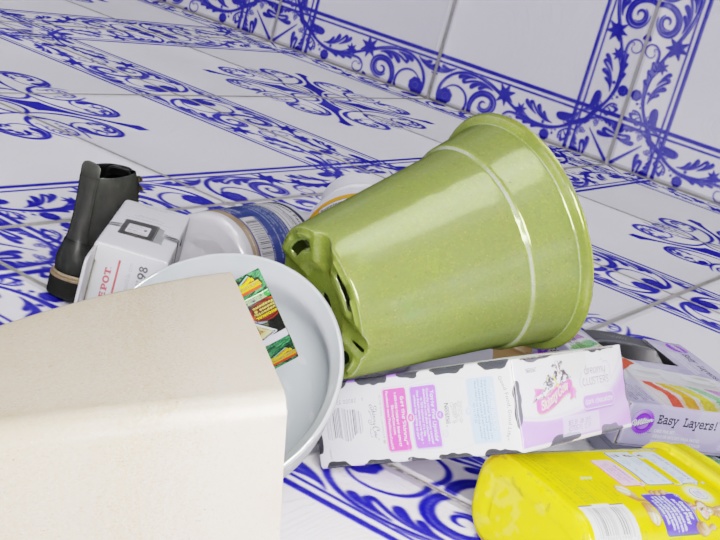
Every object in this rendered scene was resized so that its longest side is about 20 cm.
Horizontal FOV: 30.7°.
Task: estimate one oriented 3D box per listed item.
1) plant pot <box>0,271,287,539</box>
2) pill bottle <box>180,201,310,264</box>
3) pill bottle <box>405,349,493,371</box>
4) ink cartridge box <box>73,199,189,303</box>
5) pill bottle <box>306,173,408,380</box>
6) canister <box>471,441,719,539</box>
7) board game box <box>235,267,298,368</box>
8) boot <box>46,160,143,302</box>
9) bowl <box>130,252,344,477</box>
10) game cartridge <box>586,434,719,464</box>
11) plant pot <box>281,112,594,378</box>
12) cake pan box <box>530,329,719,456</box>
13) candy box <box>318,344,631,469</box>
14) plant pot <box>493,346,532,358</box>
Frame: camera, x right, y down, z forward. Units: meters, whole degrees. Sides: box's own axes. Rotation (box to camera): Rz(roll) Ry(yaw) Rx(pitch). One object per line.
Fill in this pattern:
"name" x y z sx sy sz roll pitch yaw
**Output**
"plant pot" -0.151 0.125 0.754 0.176 0.201 0.200 0 19 -15
"pill bottle" -0.111 -0.015 1.391 0.111 0.111 0.200 23 17 25
"pill bottle" 0.041 0.051 1.306 0.115 0.116 0.200 6 18 -31
"ink cartridge box" -0.208 0.021 1.168 0.066 0.116 0.200 16 16 -5
"pill bottle" 0.000 0.000 1.204 0.109 0.109 0.200 13 39 -11
"canister" 0.205 0.196 1.029 0.199 0.087 0.148 4 19 -33
"board game box" -0.142 0.076 0.888 0.024 0.200 0.105 59 -6 27
"boot" -0.229 -0.047 1.336 0.077 0.139 0.200 20 15 16
"bowl" -0.103 0.093 0.984 0.201 0.201 0.090 23 -23 23
"game cartridge" 0.299 0.178 1.278 0.133 0.041 0.200 5 19 -24
"plant pot" 0.047 -0.002 1.027 0.189 0.201 0.200 -21 33 -27
"cake pan box" 0.289 0.119 1.316 0.184 0.052 0.200 12 16 -22
"candy box" 0.090 0.110 1.062 0.200 0.072 0.167 -12 -7 40
"plant pot" 0.138 0.092 1.427 0.199 0.028 0.200 15 17 -4
